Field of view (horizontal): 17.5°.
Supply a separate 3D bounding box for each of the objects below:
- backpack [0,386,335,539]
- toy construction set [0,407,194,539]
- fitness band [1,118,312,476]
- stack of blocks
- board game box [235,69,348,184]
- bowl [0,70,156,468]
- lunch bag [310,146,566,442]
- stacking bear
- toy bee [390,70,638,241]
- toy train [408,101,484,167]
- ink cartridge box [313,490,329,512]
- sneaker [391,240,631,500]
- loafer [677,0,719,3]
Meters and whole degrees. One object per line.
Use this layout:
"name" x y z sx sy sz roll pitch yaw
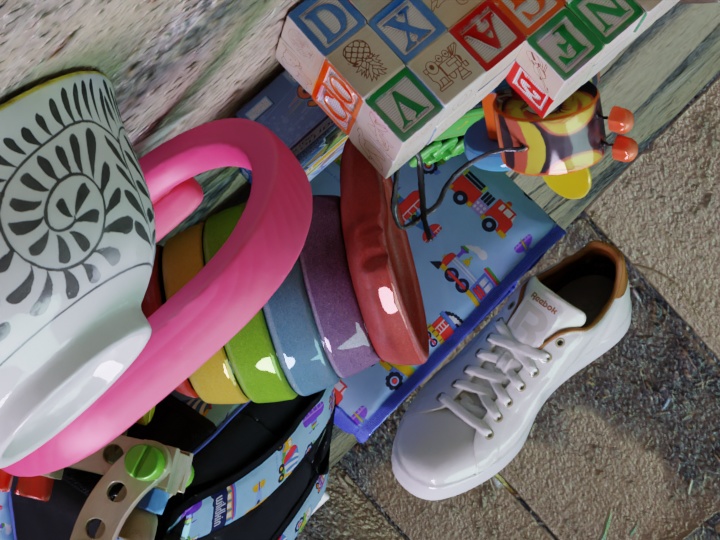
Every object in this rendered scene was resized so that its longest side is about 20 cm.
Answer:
"backpack" -0.106 0.118 1.330 0.200 0.134 0.183 -44 150 -36
"toy construction set" -0.168 0.106 1.159 0.092 0.200 0.131 128 -26 -83
"fitness band" -0.108 0.010 1.083 0.200 0.037 0.144 -42 -151 3
"stack of blocks" 0.070 -0.136 1.184 0.200 0.115 0.059 -40 173 -17
"board game box" 0.016 -0.123 1.290 0.200 0.034 0.135 -42 174 -9
"bowl" -0.149 0.019 0.972 0.201 0.094 0.201 -43 173 -6
"lunch bag" 0.000 0.000 1.431 0.200 0.151 0.094 -43 175 -31
"stacking bear" -0.073 0.019 1.224 0.200 0.114 0.121 -14 -141 6
"toy bee" 0.102 -0.080 1.259 0.131 0.109 0.200 65 35 -51
"toy train" 0.068 -0.097 1.391 0.056 0.042 0.200 -41 172 21
"ink cartridge box" -0.104 0.141 1.516 0.117 0.067 0.200 -44 132 6
"sneaker" 0.090 0.052 1.433 0.200 0.073 0.085 -45 155 -23
"loafer" 0.209 -0.234 1.364 0.073 0.071 0.200 117 -3 -74
